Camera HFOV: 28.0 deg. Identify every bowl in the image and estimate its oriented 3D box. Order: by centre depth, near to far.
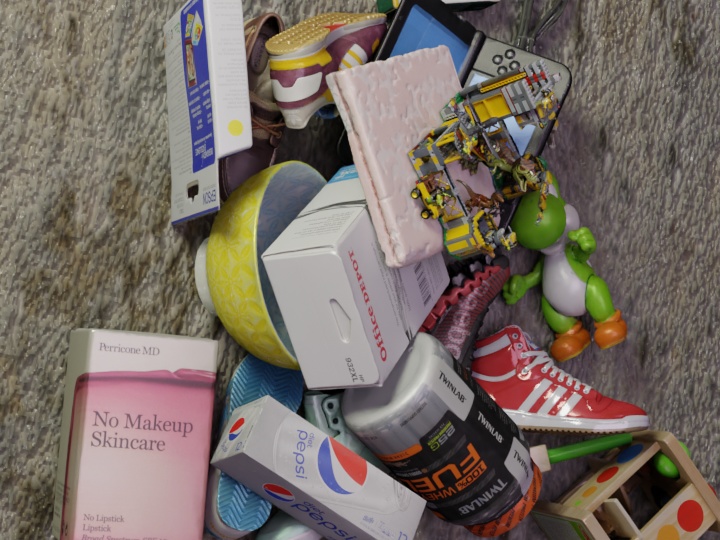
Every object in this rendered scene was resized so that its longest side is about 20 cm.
[{"bbox_3d":[-0.095,0.000,1.398,0.200,0.107,0.202,21,67,-61],"label":"bowl"}]

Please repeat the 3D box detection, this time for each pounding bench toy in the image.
[{"bbox_3d":[0.270,0.226,1.528,0.156,0.124,0.201,-39,100,-18],"label":"pounding bench toy"}]

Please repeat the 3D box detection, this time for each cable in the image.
[{"bbox_3d":[0.174,-0.228,1.572,0.096,0.050,0.202,8,71,1],"label":"cable"}]

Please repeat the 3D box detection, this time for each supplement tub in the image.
[{"bbox_3d":[0.084,0.165,1.414,0.200,0.122,0.123,46,73,-26],"label":"supplement tub"}]

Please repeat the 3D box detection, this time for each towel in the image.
[{"bbox_3d":[0.055,-0.112,1.380,0.199,0.032,0.193,-22,95,-54],"label":"towel"}]

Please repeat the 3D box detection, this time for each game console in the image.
[{"bbox_3d":[0.099,-0.160,1.474,0.175,0.116,0.201,23,84,18],"label":"game console"}]

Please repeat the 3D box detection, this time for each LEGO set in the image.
[{"bbox_3d":[0.141,-0.109,1.367,0.200,0.115,0.155,-36,106,-53],"label":"LEGO set"}]

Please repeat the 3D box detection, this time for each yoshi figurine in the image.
[{"bbox_3d":[0.206,-0.006,1.528,0.112,0.112,0.202,-22,92,-13],"label":"yoshi figurine"}]

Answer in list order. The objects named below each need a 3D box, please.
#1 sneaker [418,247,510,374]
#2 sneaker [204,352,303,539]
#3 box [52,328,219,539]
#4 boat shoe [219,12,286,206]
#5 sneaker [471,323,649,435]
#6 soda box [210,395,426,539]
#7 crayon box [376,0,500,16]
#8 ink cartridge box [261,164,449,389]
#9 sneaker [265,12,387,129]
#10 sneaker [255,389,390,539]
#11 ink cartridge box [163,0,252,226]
[{"bbox_3d":[0.092,0.064,1.498,0.200,0.071,0.098,-43,101,-15],"label":"sneaker"},{"bbox_3d":[-0.113,0.165,1.417,0.076,0.081,0.201,24,60,-16],"label":"sneaker"},{"bbox_3d":[-0.212,0.159,1.358,0.127,0.109,0.202,6,86,-20],"label":"box"},{"bbox_3d":[-0.105,-0.158,1.434,0.072,0.072,0.202,13,83,-19],"label":"boat shoe"},{"bbox_3d":[0.202,0.113,1.503,0.198,0.071,0.114,3,81,13],"label":"sneaker"},{"bbox_3d":[-0.037,0.199,1.357,0.199,0.068,0.064,36,57,-20],"label":"soda box"},{"bbox_3d":[0.071,-0.375,1.523,0.125,0.052,0.202,-7,91,-21],"label":"crayon box"},{"bbox_3d":[0.000,0.000,1.375,0.200,0.083,0.146,-52,129,-54],"label":"ink cartridge box"},{"bbox_3d":[-0.032,-0.202,1.439,0.200,0.074,0.091,-34,124,-54],"label":"sneaker"},{"bbox_3d":[-0.051,0.188,1.434,0.200,0.074,0.119,-40,108,-28],"label":"sneaker"},{"bbox_3d":[-0.144,-0.149,1.353,0.047,0.197,0.202,-5,90,-20],"label":"ink cartridge box"}]
